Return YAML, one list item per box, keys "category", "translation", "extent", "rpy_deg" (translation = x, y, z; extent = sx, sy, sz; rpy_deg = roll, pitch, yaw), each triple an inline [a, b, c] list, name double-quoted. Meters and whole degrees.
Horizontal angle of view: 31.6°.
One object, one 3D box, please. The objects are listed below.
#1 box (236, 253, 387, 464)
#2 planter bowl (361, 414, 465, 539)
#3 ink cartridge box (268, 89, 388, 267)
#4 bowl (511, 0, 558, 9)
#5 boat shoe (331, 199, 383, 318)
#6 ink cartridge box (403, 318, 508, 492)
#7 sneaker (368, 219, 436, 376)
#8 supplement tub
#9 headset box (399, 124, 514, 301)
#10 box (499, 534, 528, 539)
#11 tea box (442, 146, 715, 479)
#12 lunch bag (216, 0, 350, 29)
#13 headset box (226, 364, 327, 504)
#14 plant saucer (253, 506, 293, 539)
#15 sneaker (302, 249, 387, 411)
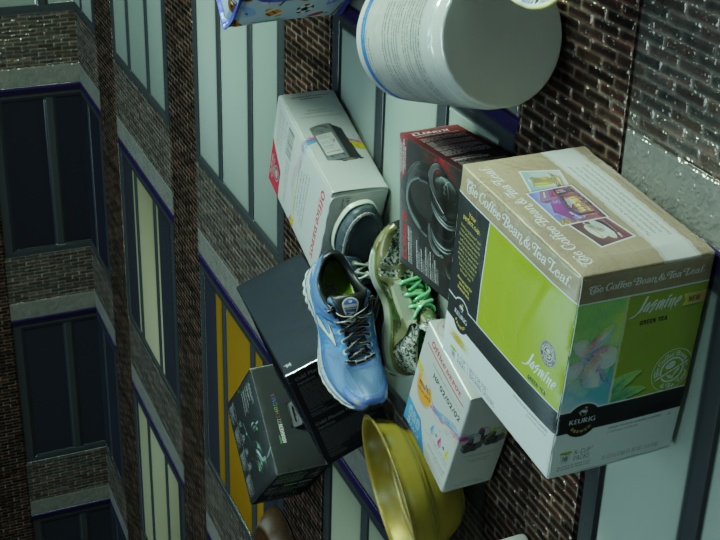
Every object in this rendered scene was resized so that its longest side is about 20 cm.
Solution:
- category: "box"
  translation: [-0.062, 0.116, 1.692]
  extent: [0.201, 0.103, 0.183]
  rpy_deg: [55, 170, 47]
- category: "planter bowl"
  translation: [0.070, 0.256, 1.498]
  extent: [0.200, 0.082, 0.203]
  rpy_deg: [164, 90, -78]
- category: "ink cartridge box"
  translation: [-0.047, -0.116, 1.661]
  extent: [0.149, 0.085, 0.201]
  rpy_deg: [104, 148, -44]
- category: "bowl"
  translation: [0.173, -0.314, 1.013]
  extent: [0.200, 0.093, 0.204]
  rpy_deg: [171, 90, -68]
- category: "boat shoe"
  translation: [0.000, 0.000, 1.604]
  extent: [0.202, 0.074, 0.062]
  rpy_deg: [100, 153, -43]
- category: "ink cartridge box"
  translation: [0.113, 0.129, 1.381]
  extent: [0.202, 0.067, 0.116]
  rpy_deg: [102, 150, -42]
- category: "sneaker"
  translation: [0.067, 0.039, 1.477]
  extent: [0.088, 0.076, 0.203]
  rpy_deg: [24, 128, 54]
- category: "supplement tub"
  translation: [0.088, -0.223, 1.215]
  extent: [0.200, 0.130, 0.134]
  rpy_deg: [-154, 57, -65]
- category: "headset box"
  translation: [0.105, -0.056, 1.316]
  extent: [0.200, 0.076, 0.151]
  rpy_deg: [-139, 44, -56]
- category: "box"
  translation: [0.140, 0.428, 1.353]
  extent: [0.201, 0.129, 0.200]
  rpy_deg: [103, 149, -45]
- category: "tea box"
  translation: [0.177, 0.029, 1.091]
  extent: [0.200, 0.132, 0.199]
  rpy_deg: [-128, 35, -50]
- category: "lunch bag"
  translation: [-0.078, -0.376, 1.518]
  extent: [0.200, 0.168, 0.125]
  rpy_deg: [-38, 67, 65]
- category: "headset box"
  translation: [-0.132, 0.255, 2.017]
  extent: [0.200, 0.092, 0.176]
  rpy_deg: [124, 133, -60]
- category: "plant saucer"
  translation: [-0.151, 0.521, 2.252]
  extent: [0.200, 0.036, 0.203]
  rpy_deg: [170, 90, -69]
- category: "sneaker"
  translation: [-0.018, 0.068, 1.488]
  extent: [0.089, 0.078, 0.202]
  rpy_deg: [109, 143, -64]
